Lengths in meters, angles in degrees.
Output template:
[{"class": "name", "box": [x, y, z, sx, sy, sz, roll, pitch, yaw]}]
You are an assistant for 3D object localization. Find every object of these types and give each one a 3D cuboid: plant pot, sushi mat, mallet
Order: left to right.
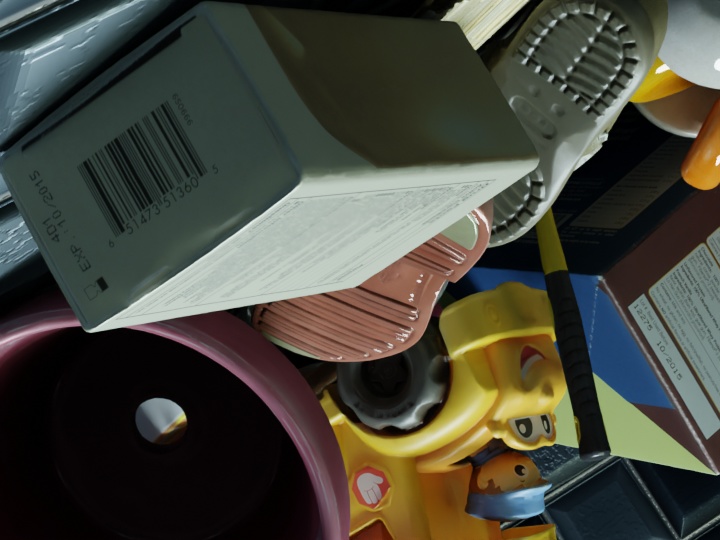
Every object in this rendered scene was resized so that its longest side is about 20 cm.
[{"class": "plant pot", "box": [-0.099, 0.094, 0.988, 0.200, 0.200, 0.179, -34, -173, 10]}, {"class": "sushi mat", "box": [0.010, -0.076, 0.961, 0.096, 0.012, 0.200, -24, 169, -40]}, {"class": "mallet", "box": [0.096, -0.008, 1.065, 0.041, 0.200, 0.066, -10, 161, -7]}]

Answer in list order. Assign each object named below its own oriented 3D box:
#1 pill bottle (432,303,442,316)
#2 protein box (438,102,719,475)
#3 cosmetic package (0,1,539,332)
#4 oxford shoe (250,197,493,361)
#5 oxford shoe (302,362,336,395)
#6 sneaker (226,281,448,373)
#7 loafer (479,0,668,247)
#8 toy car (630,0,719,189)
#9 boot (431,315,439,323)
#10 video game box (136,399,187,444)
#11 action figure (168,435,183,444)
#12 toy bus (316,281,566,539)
[{"class": "pill bottle", "box": [0.098, 0.015, 1.461, 0.200, 0.114, 0.114, -33, 172, 7]}, {"class": "protein box", "box": [0.179, -0.008, 1.234, 0.200, 0.135, 0.199, -39, -161, -21]}, {"class": "cosmetic package", "box": [-0.026, -0.040, 0.792, 0.105, 0.071, 0.200, -34, 169, 23]}, {"class": "oxford shoe", "box": [0.011, -0.017, 0.981, 0.200, 0.071, 0.074, -39, -149, 55]}, {"class": "oxford shoe", "box": [0.014, 0.067, 1.312, 0.071, 0.071, 0.200, -42, 168, 19]}, {"class": "sneaker", "box": [0.000, 0.000, 1.135, 0.200, 0.075, 0.114, -21, 168, -45]}, {"class": "loafer", "box": [0.084, -0.076, 0.999, 0.067, 0.076, 0.200, -44, -178, -37]}, {"class": "toy car", "box": [0.228, -0.113, 1.074, 0.200, 0.150, 0.175, -32, 171, -2]}, {"class": "boot", "box": [0.030, 0.129, 1.248, 0.132, 0.070, 0.200, -55, 157, -36]}, {"class": "video game box", "box": [-0.085, 0.071, 1.344, 0.182, 0.047, 0.200, -29, 171, -38]}, {"class": "action figure", "box": [-0.136, 0.144, 1.220, 0.200, 0.099, 0.065, -8, 158, -34]}, {"class": "toy bus", "box": [0.034, 0.124, 1.111, 0.200, 0.192, 0.136, -33, 163, 26]}]
